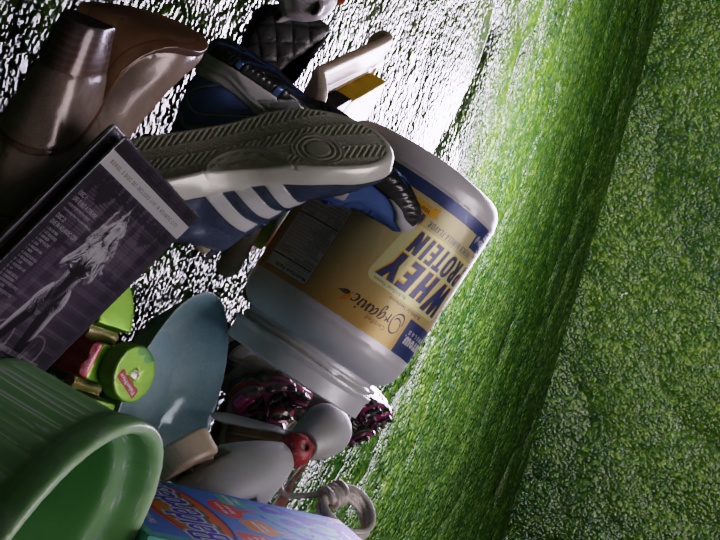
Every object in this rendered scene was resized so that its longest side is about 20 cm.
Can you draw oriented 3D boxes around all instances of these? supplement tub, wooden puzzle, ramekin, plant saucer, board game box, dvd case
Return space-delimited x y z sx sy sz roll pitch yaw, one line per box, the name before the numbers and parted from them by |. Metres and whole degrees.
supplement tub | 0.000 0.000 1.341 0.200 0.144 0.144 -57 163 -3
wooden puzzle | -0.037 -0.094 1.378 0.185 0.037 0.200 -62 175 24
ramekin | -0.213 0.148 0.988 0.200 0.098 0.200 -52 163 -22
plant saucer | -0.160 0.106 1.290 0.201 0.039 0.202 19 90 -74
board game box | -0.079 0.193 1.163 0.152 0.199 0.045 26 -80 64
dvd case | -0.187 0.013 0.992 0.200 0.016 0.149 -45 161 -3

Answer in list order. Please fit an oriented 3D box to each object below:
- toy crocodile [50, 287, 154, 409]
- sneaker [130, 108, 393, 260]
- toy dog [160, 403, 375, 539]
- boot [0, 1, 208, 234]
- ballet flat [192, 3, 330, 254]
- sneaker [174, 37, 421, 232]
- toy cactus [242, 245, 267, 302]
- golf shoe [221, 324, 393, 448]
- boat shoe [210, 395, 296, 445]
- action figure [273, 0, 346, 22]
toy crocodile | -0.191 0.097 1.126 0.062 0.067 0.201 22 85 -53
sneaker | -0.076 -0.053 1.167 0.075 0.199 0.085 -112 -159 -47
toy dog | -0.092 0.165 1.332 0.200 0.096 0.132 8 60 -46
boot | -0.165 -0.082 1.028 0.147 0.070 0.200 -68 164 13
ballet flat | -0.081 -0.106 1.280 0.066 0.057 0.201 35 75 -76
sneaker | -0.044 -0.084 1.233 0.077 0.200 0.076 -52 -165 13
toy cactus | -0.007 0.008 1.496 0.200 0.164 0.103 -21 108 -76
golf shoe | -0.045 0.095 1.467 0.073 0.092 0.200 -39 144 22
boat shoe | -0.096 0.132 1.502 0.066 0.072 0.201 -43 -170 22
action figure | -0.028 -0.268 1.201 0.200 0.104 0.194 40 60 -76
